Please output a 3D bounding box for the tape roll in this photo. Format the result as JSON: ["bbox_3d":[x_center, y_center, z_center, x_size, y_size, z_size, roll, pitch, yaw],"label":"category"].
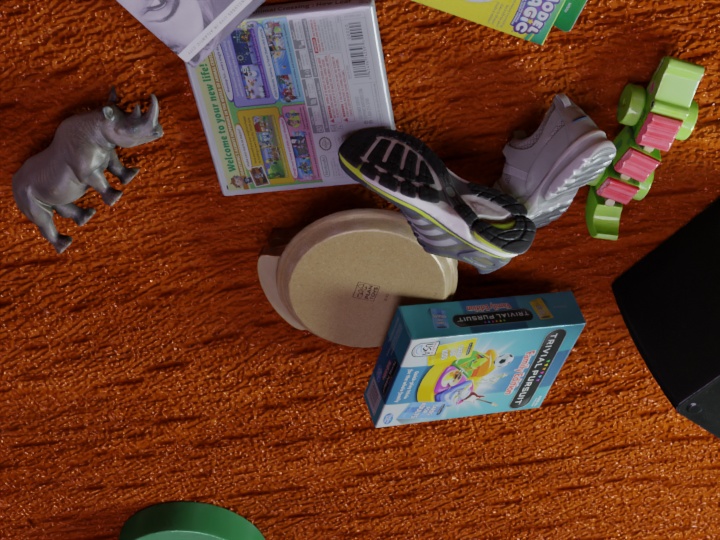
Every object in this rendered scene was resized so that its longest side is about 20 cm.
[{"bbox_3d":[-0.219,0.380,1.757,0.198,0.048,0.202,2,133,2],"label":"tape roll"}]

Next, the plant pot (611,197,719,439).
[{"bbox_3d":[0.392,0.068,1.346,0.199,0.178,0.200,31,128,-23],"label":"plant pot"}]

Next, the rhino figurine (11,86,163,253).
[{"bbox_3d":[-0.260,-0.106,1.304,0.087,0.060,0.200,42,120,-17],"label":"rhino figurine"}]

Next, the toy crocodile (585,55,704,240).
[{"bbox_3d":[0.259,-0.114,1.264,0.067,0.062,0.201,17,131,-12],"label":"toy crocodile"}]

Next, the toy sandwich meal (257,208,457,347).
[{"bbox_3d":[0.000,0.000,1.385,0.203,0.071,0.206,-1,132,-1],"label":"toy sandwich meal"}]

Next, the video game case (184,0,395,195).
[{"bbox_3d":[-0.063,-0.159,1.270,0.180,0.022,0.201,-5,133,8],"label":"video game case"}]

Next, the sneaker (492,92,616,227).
[{"bbox_3d":[0.165,-0.093,1.295,0.074,0.082,0.200,-15,161,-38],"label":"sneaker"}]

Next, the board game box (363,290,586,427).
[{"bbox_3d":[0.118,0.094,1.421,0.198,0.047,0.152,-4,141,-21],"label":"board game box"}]

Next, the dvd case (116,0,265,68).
[{"bbox_3d":[-0.167,-0.283,1.148,0.148,0.016,0.200,-37,117,27],"label":"dvd case"}]

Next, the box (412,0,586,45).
[{"bbox_3d":[0.110,-0.267,1.144,0.198,0.049,0.118,15,132,-12],"label":"box"}]

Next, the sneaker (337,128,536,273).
[{"bbox_3d":[0.062,-0.058,1.272,0.199,0.074,0.081,33,143,3],"label":"sneaker"}]
